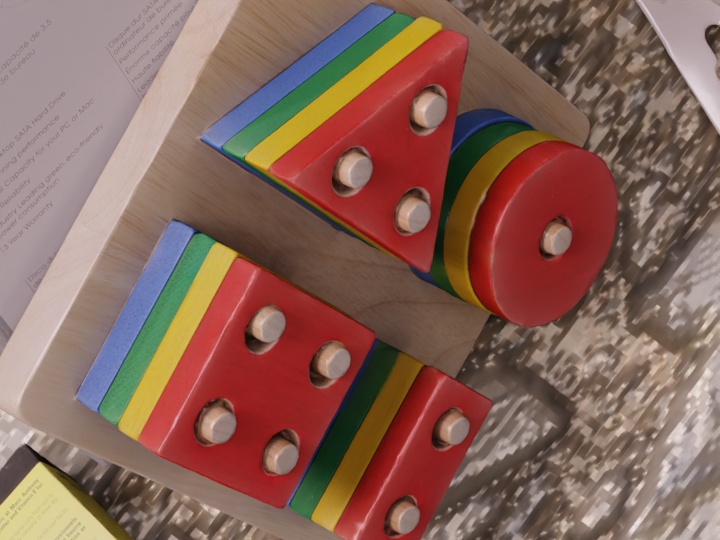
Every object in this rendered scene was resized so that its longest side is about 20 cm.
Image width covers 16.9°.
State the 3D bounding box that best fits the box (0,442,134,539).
[{"bbox_3d":[-0.075,0.155,0.876,0.200,0.050,0.075,40,87,26],"label":"box"}]

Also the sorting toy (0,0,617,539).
[{"bbox_3d":[0.000,0.000,0.852,0.070,0.200,0.199,27,87,41],"label":"sorting toy"}]

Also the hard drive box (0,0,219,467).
[{"bbox_3d":[-0.098,-0.055,0.836,0.156,0.200,0.077,-46,48,-15],"label":"hard drive box"}]

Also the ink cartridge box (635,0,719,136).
[{"bbox_3d":[0.216,-0.123,0.928,0.200,0.067,0.117,-33,90,-3],"label":"ink cartridge box"}]

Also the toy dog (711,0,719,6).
[{"bbox_3d":[0.070,-0.154,0.876,0.200,0.096,0.132,3,72,28],"label":"toy dog"}]
